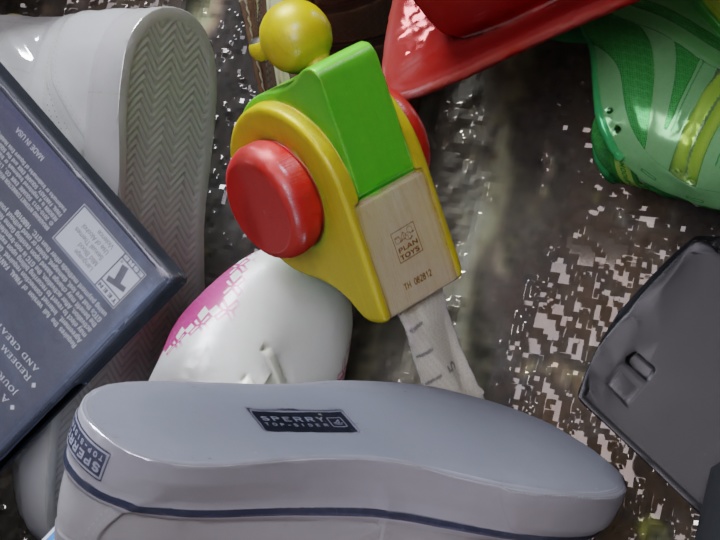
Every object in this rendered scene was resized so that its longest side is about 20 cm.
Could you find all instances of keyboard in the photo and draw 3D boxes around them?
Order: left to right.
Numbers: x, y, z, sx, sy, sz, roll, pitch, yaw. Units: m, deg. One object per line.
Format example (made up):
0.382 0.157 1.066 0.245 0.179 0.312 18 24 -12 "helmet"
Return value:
0.154 0.089 0.900 0.200 0.040 0.104 44 81 9 "keyboard"

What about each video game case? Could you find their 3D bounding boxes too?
-0.175 0.020 0.952 0.200 0.019 0.143 -45 77 13 "video game case"

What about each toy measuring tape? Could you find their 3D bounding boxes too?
0.000 0.000 0.939 0.073 0.074 0.201 -16 107 10 "toy measuring tape"

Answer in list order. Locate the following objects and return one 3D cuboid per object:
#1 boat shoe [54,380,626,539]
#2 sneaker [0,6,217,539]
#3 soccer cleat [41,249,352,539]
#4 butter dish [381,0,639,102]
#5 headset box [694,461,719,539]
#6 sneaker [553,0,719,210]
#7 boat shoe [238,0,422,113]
-0.008 0.078 0.877 0.074 0.199 0.066 -125 48 -56 "boat shoe"
-0.120 0.001 1.002 0.115 0.074 0.201 6 85 38 "sneaker"
-0.055 0.077 0.926 0.070 0.086 0.200 39 73 -16 "soccer cleat"
0.059 -0.188 0.911 0.199 0.148 0.200 -21 43 38 "butter dish"
0.193 0.108 0.781 0.199 0.174 0.093 16 76 -4 "headset box"
0.129 -0.046 0.941 0.084 0.074 0.200 -40 59 8 "sneaker"
-0.022 -0.126 1.017 0.075 0.074 0.203 -13 72 46 "boat shoe"
